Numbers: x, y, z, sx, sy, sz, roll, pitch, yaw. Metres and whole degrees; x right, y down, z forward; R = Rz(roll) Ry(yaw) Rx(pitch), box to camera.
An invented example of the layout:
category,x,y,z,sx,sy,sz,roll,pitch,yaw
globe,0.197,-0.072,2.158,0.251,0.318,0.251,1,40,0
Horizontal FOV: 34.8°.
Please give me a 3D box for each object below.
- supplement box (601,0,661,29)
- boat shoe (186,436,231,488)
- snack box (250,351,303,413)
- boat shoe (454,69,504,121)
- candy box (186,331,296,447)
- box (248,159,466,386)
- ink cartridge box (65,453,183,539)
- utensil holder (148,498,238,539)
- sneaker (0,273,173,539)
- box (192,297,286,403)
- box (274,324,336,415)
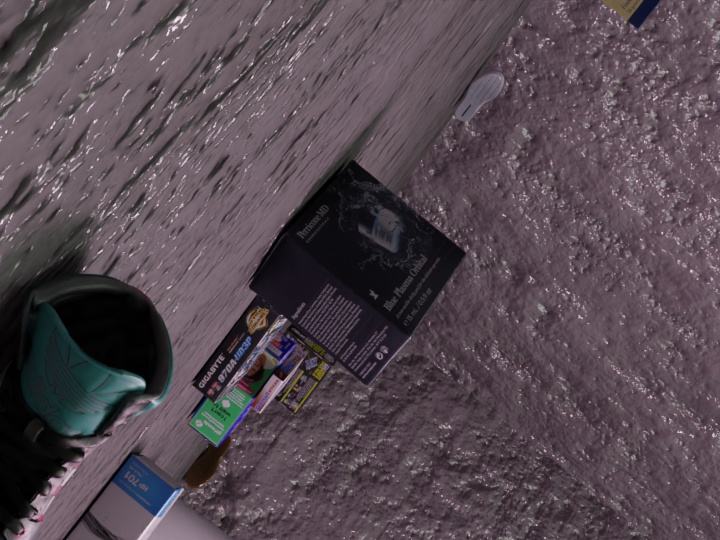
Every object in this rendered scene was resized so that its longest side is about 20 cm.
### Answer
category,x,y,z,sx,sy,sz,roll,pitch,yaw
supplement box,0.343,-0.452,1.515,0.135,0.199,0.200,-52,179,30
boat shoe,-0.461,0.587,3.500,0.201,0.073,0.065,-52,174,-28
snack box,-0.147,0.199,2.057,0.072,0.024,0.200,-53,178,10
boat shoe,0.308,-0.470,2.984,0.200,0.073,0.067,-40,-157,49
candy box,-0.213,0.205,2.085,0.201,0.077,0.169,-55,179,8
box,0.000,0.000,1.454,0.118,0.199,0.197,-52,180,42
ink cartridge box,-0.338,0.358,1.579,0.201,0.086,0.147,-51,178,-11
utensil holder,-0.315,0.460,1.872,0.170,0.200,0.170,-46,-166,14
sneaker,-0.155,0.076,0.553,0.121,0.083,0.201,-46,-168,49
box,-0.174,0.115,1.724,0.160,0.046,0.200,-53,179,1
box,-0.180,0.269,3.096,0.201,0.159,0.044,-54,178,27
